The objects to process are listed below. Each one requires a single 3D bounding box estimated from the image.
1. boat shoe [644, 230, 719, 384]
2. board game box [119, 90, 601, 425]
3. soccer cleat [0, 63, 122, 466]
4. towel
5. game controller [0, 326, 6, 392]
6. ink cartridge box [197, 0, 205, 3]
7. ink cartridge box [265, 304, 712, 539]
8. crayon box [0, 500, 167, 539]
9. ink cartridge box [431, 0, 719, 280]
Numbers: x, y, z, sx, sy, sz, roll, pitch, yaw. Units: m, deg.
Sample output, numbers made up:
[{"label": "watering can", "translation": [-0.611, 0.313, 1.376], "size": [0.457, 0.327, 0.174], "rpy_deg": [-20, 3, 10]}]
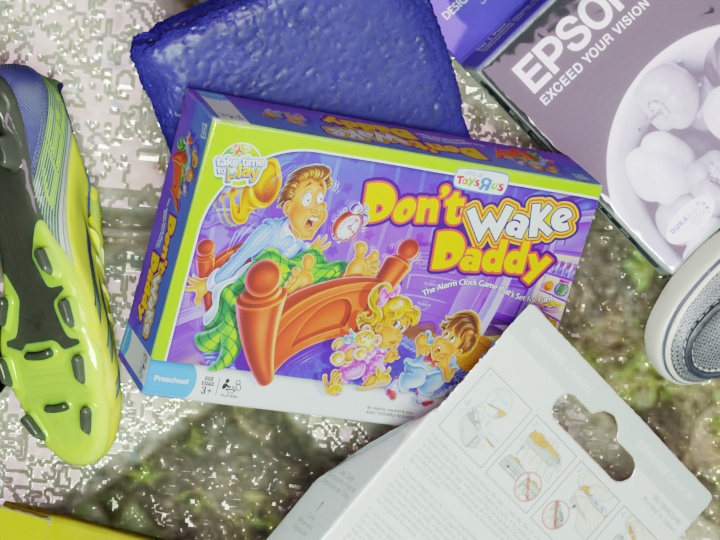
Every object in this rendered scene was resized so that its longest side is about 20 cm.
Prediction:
[{"label": "boat shoe", "translation": [0.241, 0.005, 1.248], "size": [0.200, 0.093, 0.075], "rpy_deg": [-34, 126, -7]}, {"label": "board game box", "translation": [0.000, 0.000, 1.192], "size": [0.199, 0.045, 0.135], "rpy_deg": [8, 108, -24]}, {"label": "soccer cleat", "translation": [-0.145, -0.006, 1.235], "size": [0.065, 0.084, 0.201], "rpy_deg": [-20, 84, 34]}, {"label": "towel", "translation": [-0.018, -0.055, 1.225], "size": [0.147, 0.050, 0.201], "rpy_deg": [-25, 118, -10]}, {"label": "game controller", "translation": [-0.272, 0.063, 1.237], "size": [0.200, 0.042, 0.105], "rpy_deg": [-34, 89, -7]}, {"label": "ink cartridge box", "translation": [-0.005, -0.203, 1.266], "size": [0.200, 0.068, 0.116], "rpy_deg": [-43, 90, -6]}, {"label": "ink cartridge box", "translation": [0.053, 0.135, 1.222], "size": [0.200, 0.057, 0.163], "rpy_deg": [-51, 119, -11]}, {"label": "crayon box", "translation": [-0.117, 0.185, 1.189], "size": [0.199, 0.051, 0.128], "rpy_deg": [20, 83, -35]}, {"label": "ink cartridge box", "translation": [0.157, -0.134, 1.288], "size": [0.198, 0.043, 0.200], "rpy_deg": [-44, 88, -6]}]
